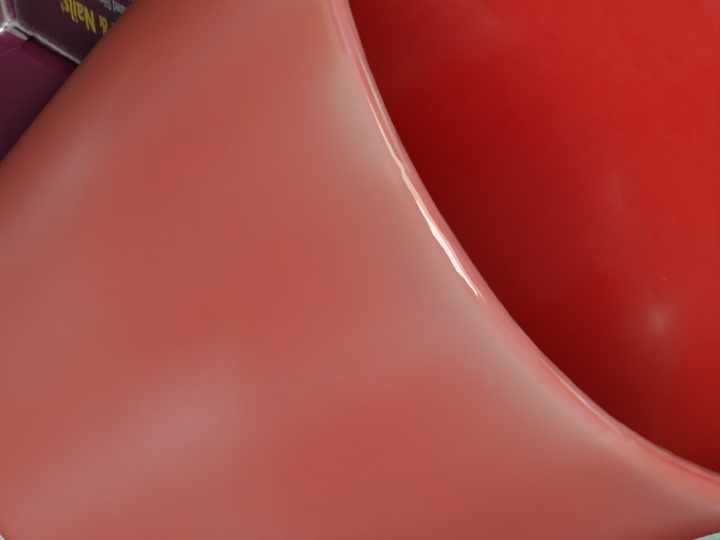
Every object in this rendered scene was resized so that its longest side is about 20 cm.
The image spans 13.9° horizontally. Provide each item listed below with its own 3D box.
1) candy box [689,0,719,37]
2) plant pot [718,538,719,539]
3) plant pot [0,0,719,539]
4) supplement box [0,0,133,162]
[{"bbox_3d":[0.048,-0.117,0.828,0.200,0.169,0.077,48,43,4],"label":"candy box"},{"bbox_3d":[0.156,0.146,0.804,0.199,0.135,0.201,3,76,-12],"label":"plant pot"},{"bbox_3d":[0.000,0.000,0.731,0.200,0.177,0.201,32,42,-34],"label":"plant pot"},{"bbox_3d":[-0.133,-0.130,0.804,0.103,0.131,0.201,-16,78,13],"label":"supplement box"}]
